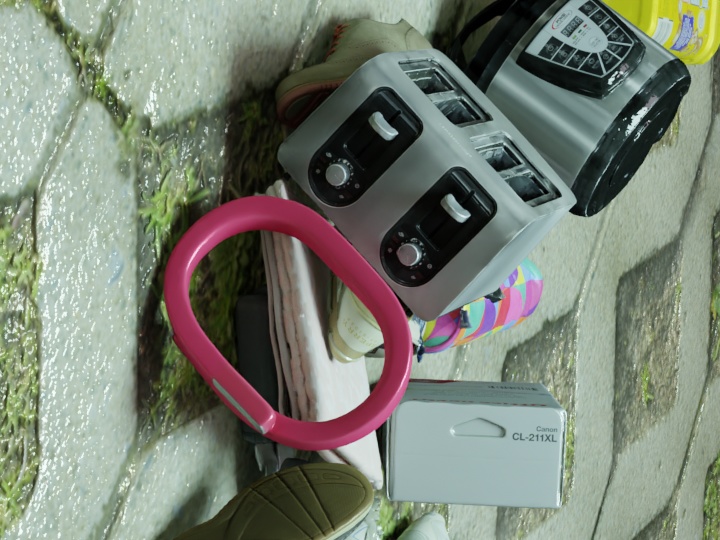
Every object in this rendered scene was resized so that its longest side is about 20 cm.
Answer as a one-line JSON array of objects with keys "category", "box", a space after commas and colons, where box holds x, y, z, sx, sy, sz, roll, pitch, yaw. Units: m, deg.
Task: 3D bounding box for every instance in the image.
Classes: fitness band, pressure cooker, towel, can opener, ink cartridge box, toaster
[{"category": "fitness band", "box": [-0.052, 0.037, 1.551, 0.143, 0.200, 0.037, -39, 163, -14]}, {"category": "pressure cooker", "box": [0.176, -0.167, 1.963, 0.179, 0.200, 0.176, -56, 165, 16]}, {"category": "towel", "box": [-0.032, 0.054, 1.661, 0.191, 0.032, 0.202, 50, 29, -65]}, {"category": "can opener", "box": [-0.056, 0.114, 1.676, 0.053, 0.066, 0.202, -26, 117, -59]}, {"category": "ink cartridge box", "box": [0.090, 0.142, 1.804, 0.200, 0.144, 0.084, -88, -179, -87]}, {"category": "toaster", "box": [0.057, -0.066, 1.663, 0.119, 0.181, 0.200, -45, 170, 20]}]

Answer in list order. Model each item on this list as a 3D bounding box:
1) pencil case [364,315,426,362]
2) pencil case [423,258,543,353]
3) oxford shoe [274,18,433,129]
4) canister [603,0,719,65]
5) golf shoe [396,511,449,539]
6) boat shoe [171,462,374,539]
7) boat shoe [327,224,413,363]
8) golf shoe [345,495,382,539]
[{"category": "pencil case", "box": [0.036, -0.025, 1.814, 0.077, 0.089, 0.202, 19, 73, -21]}, {"category": "pencil case", "box": [0.095, 0.022, 1.944, 0.200, 0.088, 0.089, -14, 107, -65]}, {"category": "oxford shoe", "box": [-0.011, -0.162, 1.748, 0.199, 0.070, 0.075, -17, 71, -53]}, {"category": "canister", "box": [0.323, -0.305, 2.344, 0.200, 0.086, 0.150, -1, 95, -62]}, {"category": "golf shoe", "box": [0.075, 0.314, 1.966, 0.097, 0.078, 0.202, -55, 142, -54]}, {"category": "boat shoe", "box": [-0.079, 0.208, 1.595, 0.199, 0.073, 0.065, -24, 143, -21]}, {"category": "boat shoe", "box": [0.002, 0.002, 1.690, 0.073, 0.063, 0.201, 37, 21, -21]}, {"category": "golf shoe", "box": [-0.033, 0.232, 1.719, 0.201, 0.096, 0.079, -93, -167, -52]}]
